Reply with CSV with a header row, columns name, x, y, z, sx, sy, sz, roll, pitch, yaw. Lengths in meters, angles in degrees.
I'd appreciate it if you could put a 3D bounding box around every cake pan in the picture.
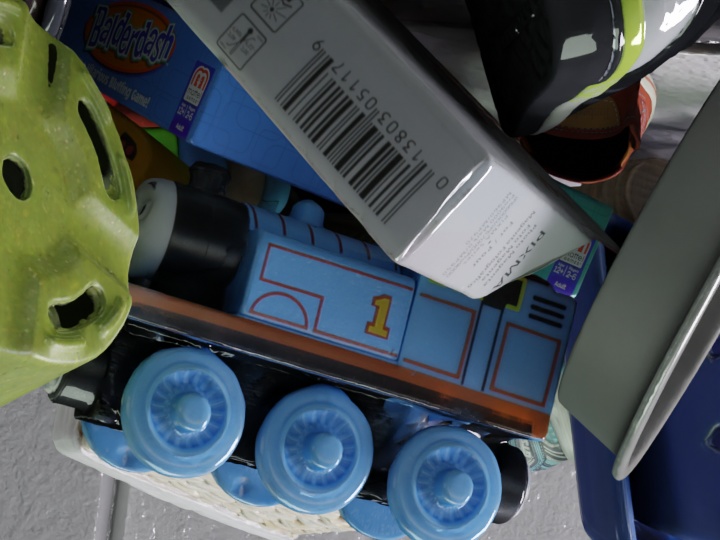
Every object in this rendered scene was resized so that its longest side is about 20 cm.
name,x,y,z,sx,sy,sz,roll,pitch,yaw
cake pan,0.133,-0.017,0.756,0.037,0.201,0.200,30,177,12

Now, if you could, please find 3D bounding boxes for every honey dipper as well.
name,x,y,z,sx,sy,sz,roll,pitch,yaw
honey dipper,0.106,-0.039,1.138,0.038,0.038,0.199,11,174,-29

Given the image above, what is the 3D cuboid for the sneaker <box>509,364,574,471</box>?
name,x,y,z,sx,sy,sz,roll,pitch,yaw
sneaker,0.058,0.022,1.056,0.086,0.201,0.078,-25,-172,18

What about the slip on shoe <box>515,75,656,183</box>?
name,x,y,z,sx,sy,sz,roll,pitch,yaw
slip on shoe,0.091,-0.066,0.858,0.073,0.062,0.200,4,173,5

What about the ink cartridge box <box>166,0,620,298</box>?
name,x,y,z,sx,sy,sz,roll,pitch,yaw
ink cartridge box,0.009,-0.057,0.710,0.163,0.057,0.200,48,-176,21

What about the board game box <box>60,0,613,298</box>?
name,x,y,z,sx,sy,sz,roll,pitch,yaw
board game box,-0.015,-0.058,0.828,0.199,0.045,0.152,21,-174,-36

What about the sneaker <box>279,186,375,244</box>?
name,x,y,z,sx,sy,sz,roll,pitch,yaw
sneaker,0.000,0.000,0.972,0.114,0.077,0.199,20,-179,-36

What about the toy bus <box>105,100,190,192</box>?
name,x,y,z,sx,sy,sz,roll,pitch,yaw
toy bus,-0.091,-0.009,0.817,0.065,0.079,0.200,37,178,35

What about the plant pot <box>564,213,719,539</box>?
name,x,y,z,sx,sy,sz,roll,pitch,yaw
plant pot,0.208,0.057,1.010,0.178,0.202,0.200,-11,167,24

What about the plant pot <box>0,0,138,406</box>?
name,x,y,z,sx,sy,sz,roll,pitch,yaw
plant pot,-0.180,-0.007,0.658,0.188,0.202,0.200,-17,163,24

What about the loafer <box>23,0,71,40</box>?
name,x,y,z,sx,sy,sz,roll,pitch,yaw
loafer,-0.153,-0.104,0.778,0.062,0.073,0.200,14,174,-17

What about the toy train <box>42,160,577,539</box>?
name,x,y,z,sx,sy,sz,roll,pitch,yaw
toy train,-0.018,0.033,0.754,0.198,0.115,0.087,18,170,-21

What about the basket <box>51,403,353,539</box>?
name,x,y,z,sx,sy,sz,roll,pitch,yaw
basket,-0.046,0.039,1.181,0.160,0.200,0.199,-8,153,44

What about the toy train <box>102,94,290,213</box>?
name,x,y,z,sx,sy,sz,roll,pitch,yaw
toy train,-0.128,-0.038,0.960,0.115,0.086,0.199,-3,179,-34

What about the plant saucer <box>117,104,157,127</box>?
name,x,y,z,sx,sy,sz,roll,pitch,yaw
plant saucer,-0.080,-0.081,0.998,0.199,0.037,0.199,-1,169,43

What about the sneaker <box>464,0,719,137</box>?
name,x,y,z,sx,sy,sz,roll,pitch,yaw
sneaker,0.083,-0.088,0.659,0.082,0.072,0.200,-18,-173,-4
